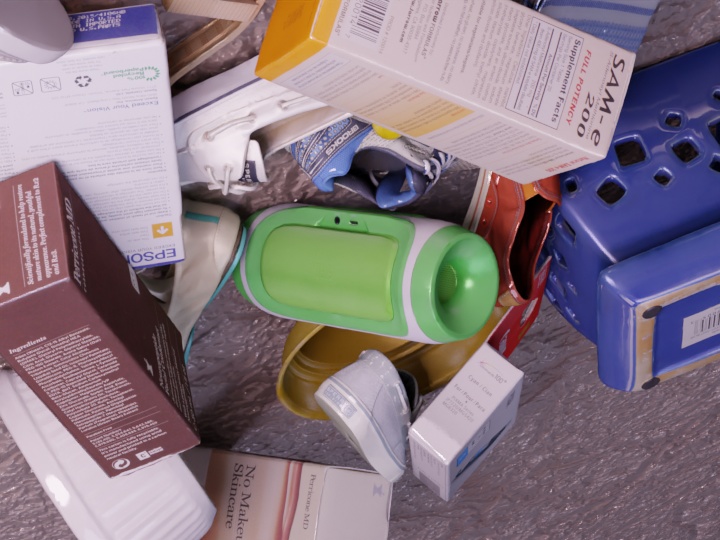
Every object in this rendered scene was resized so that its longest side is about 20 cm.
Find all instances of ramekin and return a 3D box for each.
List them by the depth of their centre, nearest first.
[{"bbox_3d":[-0.189,0.142,1.456,0.094,0.203,0.203,-33,150,-7],"label":"ramekin"}]

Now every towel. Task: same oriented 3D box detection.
[{"bbox_3d":[0.157,-0.174,1.305,0.146,0.024,0.201,-4,125,-47],"label":"towel"}]

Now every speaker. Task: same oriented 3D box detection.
[{"bbox_3d":[0.000,0.000,1.369,0.199,0.089,0.088,9,176,43],"label":"speaker"}]

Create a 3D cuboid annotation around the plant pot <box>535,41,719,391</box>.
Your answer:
[{"bbox_3d":[0.240,-0.031,1.503,0.199,0.180,0.200,-21,148,-6],"label":"plant pot"}]

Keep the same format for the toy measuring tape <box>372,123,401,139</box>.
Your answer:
[{"bbox_3d":[0.060,-0.176,1.282,0.073,0.074,0.200,16,114,-48],"label":"toy measuring tape"}]

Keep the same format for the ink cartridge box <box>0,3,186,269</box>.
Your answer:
[{"bbox_3d":[-0.213,-0.071,1.203,0.195,0.043,0.201,-8,141,-7],"label":"ink cartridge box"}]

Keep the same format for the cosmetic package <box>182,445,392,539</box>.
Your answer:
[{"bbox_3d":[-0.078,0.206,1.615,0.199,0.104,0.087,1,170,42],"label":"cosmetic package"}]

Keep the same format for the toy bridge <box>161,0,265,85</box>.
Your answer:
[{"bbox_3d":[-0.094,-0.171,1.199,0.067,0.027,0.200,0,142,-38],"label":"toy bridge"}]

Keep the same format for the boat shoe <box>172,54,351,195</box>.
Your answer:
[{"bbox_3d":[-0.086,-0.086,1.281,0.199,0.070,0.071,-27,166,0],"label":"boat shoe"}]

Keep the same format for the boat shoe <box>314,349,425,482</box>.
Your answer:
[{"bbox_3d":[0.019,0.111,1.500,0.071,0.070,0.201,-43,162,-5],"label":"boat shoe"}]

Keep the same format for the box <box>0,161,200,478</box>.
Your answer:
[{"bbox_3d":[-0.177,0.035,1.228,0.075,0.101,0.200,-22,141,9],"label":"box"}]

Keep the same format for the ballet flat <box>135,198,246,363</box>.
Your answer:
[{"bbox_3d":[-0.143,0.020,1.432,0.069,0.070,0.200,-4,142,-30],"label":"ballet flat"}]

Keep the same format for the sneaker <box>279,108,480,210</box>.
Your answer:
[{"bbox_3d":[0.029,-0.078,1.370,0.199,0.085,0.077,0,142,-38],"label":"sneaker"}]

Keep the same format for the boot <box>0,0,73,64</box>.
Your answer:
[{"bbox_3d":[-0.263,-0.151,1.074,0.095,0.074,0.199,-36,136,30],"label":"boot"}]

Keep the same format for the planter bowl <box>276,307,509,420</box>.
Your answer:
[{"bbox_3d":[0.014,0.030,1.525,0.199,0.084,0.201,-18,151,-10],"label":"planter bowl"}]

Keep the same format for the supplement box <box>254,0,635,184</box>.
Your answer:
[{"bbox_3d":[0.050,-0.127,1.185,0.199,0.074,0.126,21,169,-17],"label":"supplement box"}]

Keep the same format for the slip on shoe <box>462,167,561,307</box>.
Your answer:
[{"bbox_3d":[0.121,-0.067,1.396,0.074,0.061,0.201,16,89,-59],"label":"slip on shoe"}]

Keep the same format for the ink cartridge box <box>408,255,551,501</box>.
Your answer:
[{"bbox_3d":[0.108,0.091,1.535,0.176,0.045,0.200,-50,169,-9],"label":"ink cartridge box"}]
